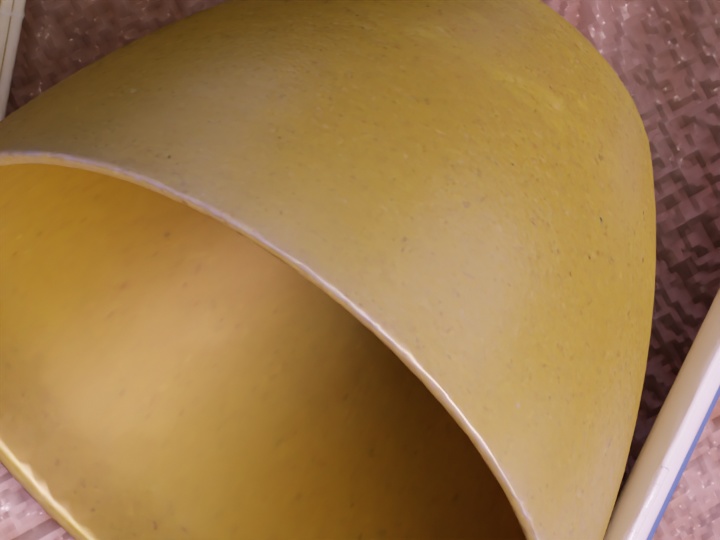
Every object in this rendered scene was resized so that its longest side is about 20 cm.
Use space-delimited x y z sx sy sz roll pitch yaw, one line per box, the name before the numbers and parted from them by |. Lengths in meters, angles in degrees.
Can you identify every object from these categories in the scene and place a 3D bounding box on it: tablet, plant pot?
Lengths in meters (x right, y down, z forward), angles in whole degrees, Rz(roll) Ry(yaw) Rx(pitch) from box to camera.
tablet | 0.097 0.029 0.793 0.014 0.130 0.200 25 85 8
plant pot | 0.000 0.000 0.757 0.200 0.200 0.142 44 58 -8

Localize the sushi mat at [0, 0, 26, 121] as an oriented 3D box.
sushi mat | -0.129 -0.113 0.744 0.096 0.012 0.200 11 125 -7
